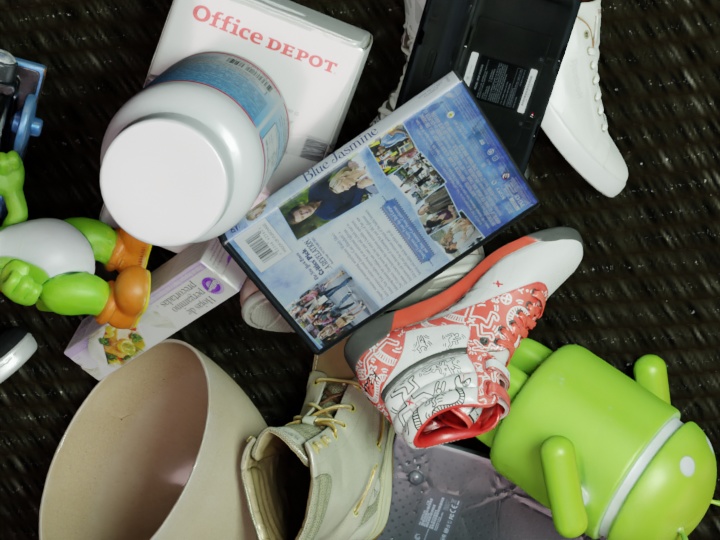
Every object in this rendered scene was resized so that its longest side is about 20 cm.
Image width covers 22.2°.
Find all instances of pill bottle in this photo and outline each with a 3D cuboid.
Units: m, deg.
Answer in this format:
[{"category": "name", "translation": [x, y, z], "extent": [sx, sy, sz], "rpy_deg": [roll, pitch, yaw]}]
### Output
[{"category": "pill bottle", "translation": [-0.113, -0.081, 1.237], "extent": [0.108, 0.200, 0.109], "rpy_deg": [2, 105, 6]}]

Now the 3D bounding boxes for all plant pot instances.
[{"category": "plant pot", "translation": [-0.134, 0.172, 1.416], "extent": [0.134, 0.200, 0.200], "rpy_deg": [33, 108, -34]}]

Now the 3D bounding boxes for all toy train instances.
[{"category": "toy train", "translation": [-0.293, -0.077, 1.388], "extent": [0.086, 0.114, 0.200], "rpy_deg": [14, 106, -9]}]

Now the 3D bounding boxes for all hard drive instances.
[{"category": "hard drive", "translation": [0.104, 0.212, 1.462], "extent": [0.200, 0.042, 0.135], "rpy_deg": [19, 106, 2]}]

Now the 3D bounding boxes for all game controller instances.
[{"category": "game controller", "translation": [0.086, -0.140, 1.301], "extent": [0.104, 0.042, 0.200], "rpy_deg": [12, 118, -8]}]

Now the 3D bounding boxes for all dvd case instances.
[{"category": "dvd case", "translation": [0.016, -0.036, 1.288], "extent": [0.200, 0.018, 0.143], "rpy_deg": [-34, 134, 4]}]

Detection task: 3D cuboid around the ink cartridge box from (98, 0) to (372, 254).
[{"category": "ink cartridge box", "translation": [-0.091, -0.108, 1.375], "extent": [0.146, 0.083, 0.200], "rpy_deg": [22, 107, 0]}]

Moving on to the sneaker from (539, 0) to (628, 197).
[{"category": "sneaker", "translation": [0.156, -0.148, 1.341], "extent": [0.085, 0.073, 0.200], "rpy_deg": [-31, 106, 12]}]

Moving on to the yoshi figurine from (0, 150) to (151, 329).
[{"category": "yoshi figurine", "translation": [-0.245, -0.027, 1.300], "extent": [0.199, 0.112, 0.112], "rpy_deg": [10, 92, -13]}]

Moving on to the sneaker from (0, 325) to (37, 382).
[{"category": "sneaker", "translation": [-0.365, 0.067, 1.454], "extent": [0.200, 0.073, 0.112], "rpy_deg": [-28, 102, 13]}]

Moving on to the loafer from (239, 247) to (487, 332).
[{"category": "loafer", "translation": [0.000, 0.000, 1.376], "extent": [0.199, 0.063, 0.072], "rpy_deg": [-7, 150, -20]}]

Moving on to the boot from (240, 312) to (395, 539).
[{"category": "boot", "translation": [-0.029, 0.112, 1.375], "extent": [0.072, 0.155, 0.201], "rpy_deg": [1, 88, 25]}]

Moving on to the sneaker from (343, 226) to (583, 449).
[{"category": "sneaker", "translation": [0.098, 0.054, 1.344], "extent": [0.201, 0.067, 0.108], "rpy_deg": [-27, 57, -10]}]

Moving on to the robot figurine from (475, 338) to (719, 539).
[{"category": "robot figurine", "translation": [0.179, 0.135, 1.380], "extent": [0.200, 0.175, 0.116], "rpy_deg": [34, 125, 19]}]

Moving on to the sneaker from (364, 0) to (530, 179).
[{"category": "sneaker", "translation": [0.039, -0.138, 1.358], "extent": [0.115, 0.076, 0.201], "rpy_deg": [-22, 104, 9]}]

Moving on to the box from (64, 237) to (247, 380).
[{"category": "box", "translation": [-0.154, 0.027, 1.388], "extent": [0.039, 0.041, 0.200], "rpy_deg": [40, 137, -19]}]
